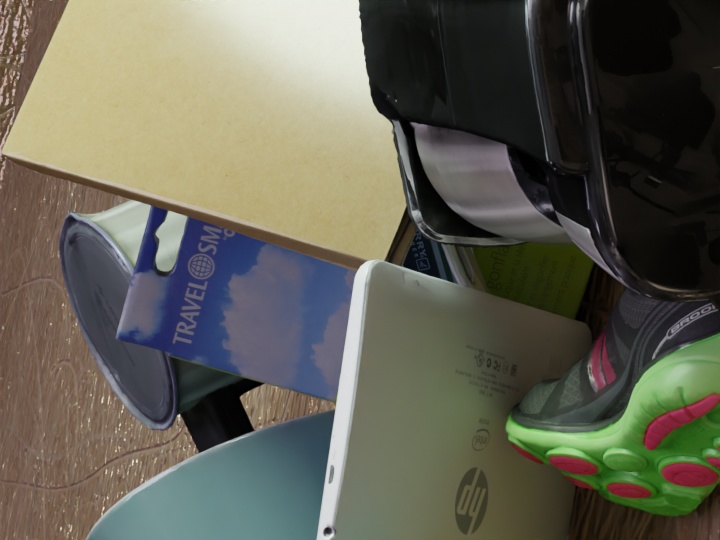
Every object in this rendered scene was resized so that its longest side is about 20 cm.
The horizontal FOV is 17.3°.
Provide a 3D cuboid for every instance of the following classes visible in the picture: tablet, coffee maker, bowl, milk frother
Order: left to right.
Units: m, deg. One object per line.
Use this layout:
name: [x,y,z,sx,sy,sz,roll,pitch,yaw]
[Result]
bowl: [-0.026,0.156,1.156,0.201,0.200,0.105,-57,48,53]
milk frother: [-0.020,0.000,1.171,0.181,0.188,0.200,58,155,13]
tablet: [0.044,0.074,0.978,0.014,0.200,0.131,6,84,32]
coffee maker: [0.075,-0.090,0.860,0.135,0.192,0.200,-38,15,-11]

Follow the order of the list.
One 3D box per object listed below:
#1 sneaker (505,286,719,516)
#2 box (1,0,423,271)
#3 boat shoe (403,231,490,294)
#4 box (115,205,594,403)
sneaker: [0.120,0.043,0.918,0.084,0.077,0.200,-67,14,-20]
box: [-0.042,-0.096,1.017,0.164,0.200,0.021,-67,-27,-12]
boat shoe: [0.036,0.043,1.038,0.062,0.072,0.200,-83,-27,-68]
box: [0.000,0.000,1.082,0.048,0.199,0.122,-81,7,-69]
